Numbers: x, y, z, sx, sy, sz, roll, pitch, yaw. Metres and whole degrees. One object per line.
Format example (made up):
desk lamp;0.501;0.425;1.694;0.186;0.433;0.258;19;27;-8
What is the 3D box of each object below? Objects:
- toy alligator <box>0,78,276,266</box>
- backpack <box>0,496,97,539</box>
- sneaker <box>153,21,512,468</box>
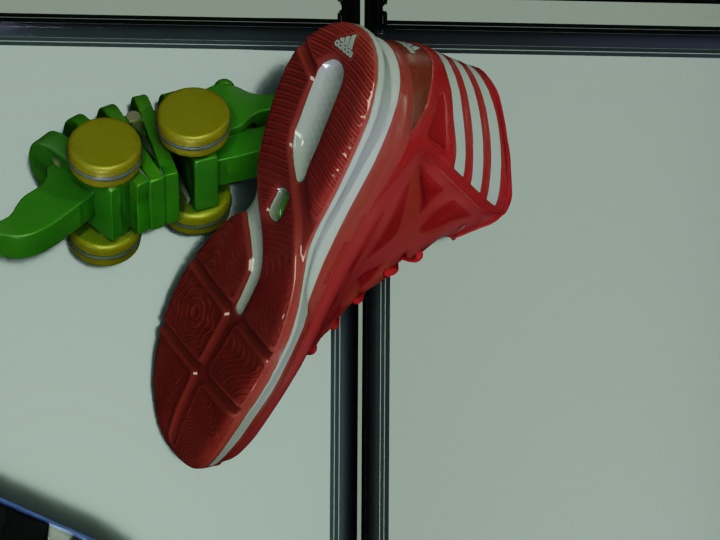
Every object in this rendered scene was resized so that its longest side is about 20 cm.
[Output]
toy alligator;-0.067;-0.055;1.196;0.199;0.059;0.054;-20;53;-19
backpack;-0.168;0.195;1.120;0.182;0.147;0.201;29;62;-8
sneaker;0.000;0.000;1.189;0.115;0.078;0.200;9;120;-39
